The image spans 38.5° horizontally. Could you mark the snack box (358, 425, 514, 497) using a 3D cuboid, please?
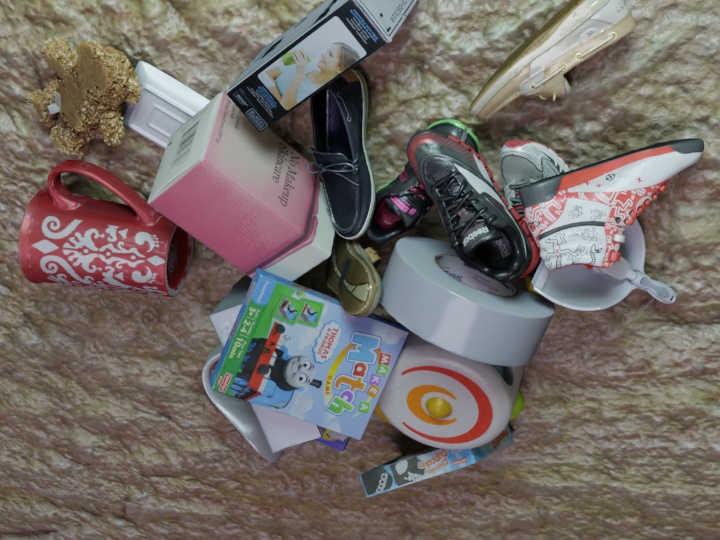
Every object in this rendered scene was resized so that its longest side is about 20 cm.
[{"bbox_3d":[0.108,0.269,1.472,0.199,0.116,0.037,-26,81,35],"label":"snack box"}]

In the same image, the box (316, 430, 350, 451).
[{"bbox_3d":[-0.046,0.170,1.495,0.117,0.048,0.201,22,131,3],"label":"box"}]

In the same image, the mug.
[{"bbox_3d":[-0.337,-0.042,1.366,0.199,0.134,0.178,10,153,9],"label":"mug"}]

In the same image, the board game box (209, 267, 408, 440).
[{"bbox_3d":[-0.061,0.104,1.248,0.199,0.037,0.152,21,98,-18],"label":"board game box"}]

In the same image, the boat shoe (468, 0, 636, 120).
[{"bbox_3d":[0.196,-0.210,1.063,0.069,0.074,0.200,44,129,-9],"label":"boat shoe"}]

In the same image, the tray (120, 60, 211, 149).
[{"bbox_3d":[-0.208,-0.169,1.290,0.199,0.022,0.108,31,133,-5],"label":"tray"}]

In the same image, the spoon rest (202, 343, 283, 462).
[{"bbox_3d":[-0.176,0.205,1.551,0.060,0.099,0.201,-28,107,13],"label":"spoon rest"}]

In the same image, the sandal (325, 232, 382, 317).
[{"bbox_3d":[0.000,0.000,1.243,0.054,0.200,0.081,15,110,-21],"label":"sandal"}]

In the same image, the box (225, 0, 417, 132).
[{"bbox_3d":[-0.041,-0.241,1.103,0.200,0.117,0.060,-27,113,37],"label":"box"}]

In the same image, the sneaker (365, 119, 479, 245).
[{"bbox_3d":[0.071,-0.095,1.201,0.077,0.084,0.200,32,132,-8],"label":"sneaker"}]

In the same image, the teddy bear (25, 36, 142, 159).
[{"bbox_3d":[-0.340,-0.218,1.278,0.145,0.067,0.200,44,133,7],"label":"teddy bear"}]

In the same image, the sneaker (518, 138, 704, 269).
[{"bbox_3d":[0.278,-0.067,1.105,0.200,0.067,0.108,-17,94,4],"label":"sneaker"}]

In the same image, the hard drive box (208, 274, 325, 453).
[{"bbox_3d":[-0.104,0.109,1.351,0.076,0.156,0.201,-20,103,16],"label":"hard drive box"}]

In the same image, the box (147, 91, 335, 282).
[{"bbox_3d":[-0.133,-0.090,1.228,0.109,0.128,0.200,-32,125,34],"label":"box"}]

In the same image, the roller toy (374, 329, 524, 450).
[{"bbox_3d":[0.112,0.136,1.340,0.199,0.140,0.183,9,130,15],"label":"roller toy"}]

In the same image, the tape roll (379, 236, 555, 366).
[{"bbox_3d":[0.123,0.033,1.205,0.199,0.200,0.066,22,108,3],"label":"tape roll"}]

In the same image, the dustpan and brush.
[{"bbox_3d":[0.299,-0.003,1.192,0.200,0.140,0.057,25,-178,-43],"label":"dustpan and brush"}]

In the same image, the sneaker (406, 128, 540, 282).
[{"bbox_3d":[0.118,-0.066,1.108,0.071,0.098,0.201,-36,95,24],"label":"sneaker"}]

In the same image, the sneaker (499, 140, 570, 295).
[{"bbox_3d":[0.203,-0.059,1.173,0.078,0.082,0.201,2,128,38],"label":"sneaker"}]

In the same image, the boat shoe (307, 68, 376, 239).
[{"bbox_3d":[-0.025,-0.130,1.184,0.074,0.062,0.201,14,116,36],"label":"boat shoe"}]
